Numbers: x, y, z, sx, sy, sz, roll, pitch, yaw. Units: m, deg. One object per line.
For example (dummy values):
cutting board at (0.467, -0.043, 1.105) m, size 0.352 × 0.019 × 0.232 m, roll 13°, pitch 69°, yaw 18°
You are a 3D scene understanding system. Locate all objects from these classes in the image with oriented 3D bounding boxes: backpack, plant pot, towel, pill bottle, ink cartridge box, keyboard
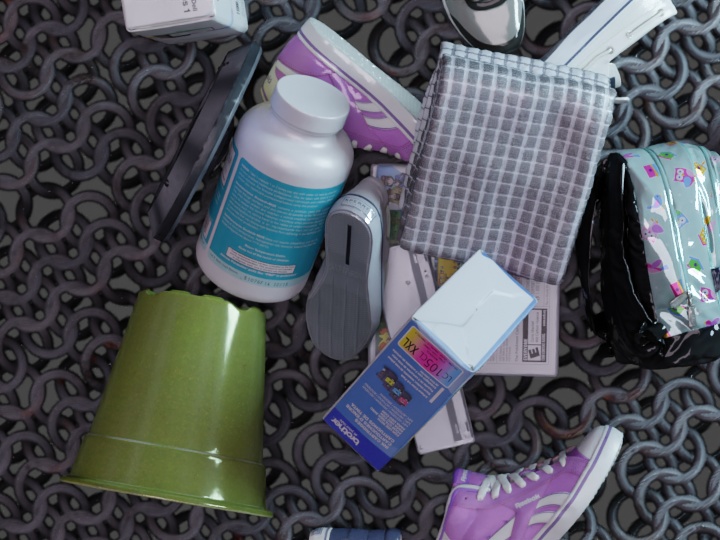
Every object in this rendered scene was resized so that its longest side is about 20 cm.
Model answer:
backpack at (0.275, -0.016, 1.708) m, size 0.126 × 0.167 × 0.201 m, roll -7°, pitch 91°, yaw -14°
plant pot at (-0.164, 0.120, 1.744) m, size 0.200 × 0.200 × 0.190 m, roll 9°, pitch 82°, yaw 4°
towel at (0.127, -0.090, 1.678) m, size 0.165 × 0.086 × 0.200 m, roll 9°, pitch 114°, yaw -7°
pill bottle at (-0.073, -0.077, 1.708) m, size 0.111 × 0.111 × 0.200 m, roll 25°, pitch 123°, yaw 3°
ink cartridge box at (-0.164, -0.285, 1.691) m, size 0.084 × 0.200 × 0.145 m, roll -9°, pitch 93°, yaw 5°
keyboard at (0.058, 0.072, 1.775) m, size 0.056 × 0.011 × 0.200 m, roll -13°, pitch 93°, yaw 12°
ink cartridge box at (0.054, 0.089, 1.680) m, size 0.076 × 0.136 × 0.200 m, roll 45°, pitch 132°, yaw 3°

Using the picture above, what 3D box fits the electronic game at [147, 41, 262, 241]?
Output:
electronic game at (-0.140, -0.117, 1.702) m, size 0.042 × 0.200 × 0.200 m, roll 26°, pitch 96°, yaw -8°

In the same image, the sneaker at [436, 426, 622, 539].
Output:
sneaker at (0.150, 0.204, 1.759) m, size 0.114 × 0.073 × 0.201 m, roll 40°, pitch 96°, yaw 4°

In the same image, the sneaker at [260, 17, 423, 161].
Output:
sneaker at (-0.004, -0.131, 1.761) m, size 0.200 × 0.073 × 0.114 m, roll 41°, pitch 105°, yaw 6°

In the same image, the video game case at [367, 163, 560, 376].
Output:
video game case at (0.099, -0.001, 1.780) m, size 0.182 × 0.022 × 0.201 m, roll 1°, pitch 95°, yaw 5°

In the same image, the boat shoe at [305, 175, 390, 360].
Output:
boat shoe at (0.000, 0.000, 1.740) m, size 0.073 × 0.067 × 0.200 m, roll 27°, pitch 137°, yaw 12°

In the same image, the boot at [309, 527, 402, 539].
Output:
boot at (0.002, 0.345, 1.786) m, size 0.090 × 0.073 × 0.201 m, roll -3°, pitch 93°, yaw 11°

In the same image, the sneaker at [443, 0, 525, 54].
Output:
sneaker at (0.102, -0.293, 1.729) m, size 0.074 × 0.079 × 0.201 m, roll -16°, pitch 94°, yaw 4°

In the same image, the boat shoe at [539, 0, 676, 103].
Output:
boat shoe at (0.215, -0.183, 1.736) m, size 0.202 × 0.075 × 0.086 m, roll -44°, pitch 93°, yaw -3°
